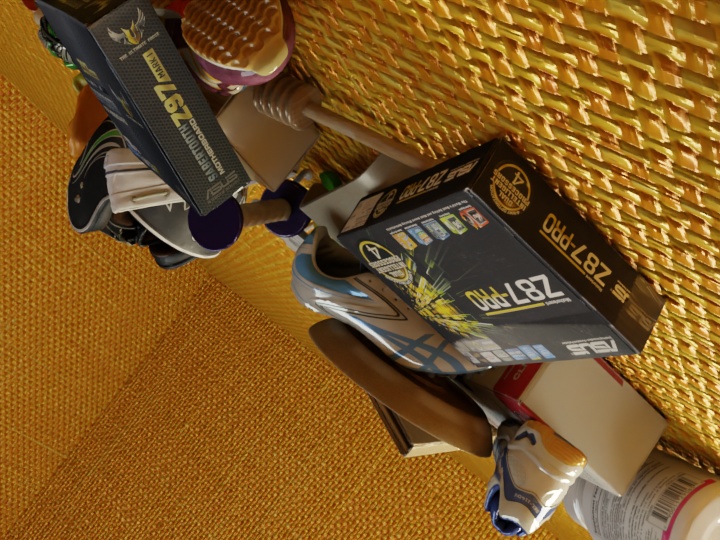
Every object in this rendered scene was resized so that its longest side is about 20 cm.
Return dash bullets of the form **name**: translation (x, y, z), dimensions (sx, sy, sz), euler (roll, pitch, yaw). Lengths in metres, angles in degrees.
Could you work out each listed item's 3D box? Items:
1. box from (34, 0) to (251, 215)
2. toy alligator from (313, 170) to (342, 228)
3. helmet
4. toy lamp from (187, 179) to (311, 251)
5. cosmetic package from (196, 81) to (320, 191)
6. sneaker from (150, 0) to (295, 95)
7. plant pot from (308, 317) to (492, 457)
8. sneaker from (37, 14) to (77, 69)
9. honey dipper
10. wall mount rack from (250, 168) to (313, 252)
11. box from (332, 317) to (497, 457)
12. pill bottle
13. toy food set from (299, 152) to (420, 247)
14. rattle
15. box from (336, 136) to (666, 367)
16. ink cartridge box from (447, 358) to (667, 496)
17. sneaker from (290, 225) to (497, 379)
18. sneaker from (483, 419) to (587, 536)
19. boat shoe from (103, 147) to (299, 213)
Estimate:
- **box**: translation (-0.171, -0.142, 0.745), dimensions (0.199, 0.051, 0.159), euler (36, 157, 55)
- **toy alligator**: translation (0.000, 0.000, 0.950), dimensions (0.054, 0.059, 0.203), euler (-38, 76, 45)
- **helmet**: translation (-0.219, -0.102, 1.101), dimensions (0.188, 0.203, 0.200), euler (-19, 131, 35)
- **toy lamp**: translation (-0.091, -0.055, 0.897), dimensions (0.058, 0.059, 0.200), euler (36, -165, 12)
- **cosmetic package**: translation (-0.138, -0.157, 0.892), dimensions (0.199, 0.071, 0.105), euler (31, 167, 45)
- **sneaker**: translation (-0.088, -0.161, 0.682), dimensions (0.200, 0.075, 0.090), euler (43, 175, 48)
- **plant pot**: translation (0.042, 0.097, 0.875), dimensions (0.198, 0.028, 0.200), euler (33, -176, -3)
- **sneaker**: translation (-0.272, -0.236, 0.940), dimensions (0.200, 0.084, 0.079), euler (126, 120, -80)
- **honey dipper**: translation (-0.003, -0.105, 0.732), dimensions (0.198, 0.038, 0.038), euler (29, 167, 33)
- **wall mount rack**: translation (-0.023, -0.028, 1.072), dimensions (0.199, 0.075, 0.174), euler (38, 167, 13)
- **box**: translation (0.072, 0.116, 1.027), dimensions (0.198, 0.021, 0.165), euler (6, -136, -49)
- **pill bottle**: translation (0.284, 0.233, 0.932), dimensions (0.113, 0.114, 0.199), euler (42, 171, -19)
- **toy food set**: translation (0.037, -0.039, 0.837), dimensions (0.143, 0.061, 0.199), euler (42, 162, -12)
- **rattle**: translation (-0.380, -0.255, 1.213), dimensions (0.198, 0.144, 0.130), euler (33, -171, 1)
- **box**: translation (0.088, -0.002, 0.679), dimensions (0.161, 0.050, 0.199), euler (40, 158, -16)
- **ink cartridge box**: translation (0.168, 0.114, 0.923), dimensions (0.144, 0.084, 0.199), euler (41, 170, -19)
- **sneaker**: translation (0.030, 0.027, 0.815), dimensions (0.197, 0.072, 0.074), euler (25, 126, 13)
- **sneaker**: translation (0.136, 0.186, 0.854), dimensions (0.075, 0.089, 0.200), euler (33, 170, 11)
- **boat shoe**: translation (-0.158, -0.087, 0.986), dimensions (0.195, 0.068, 0.074), euler (-2, 178, -9)
